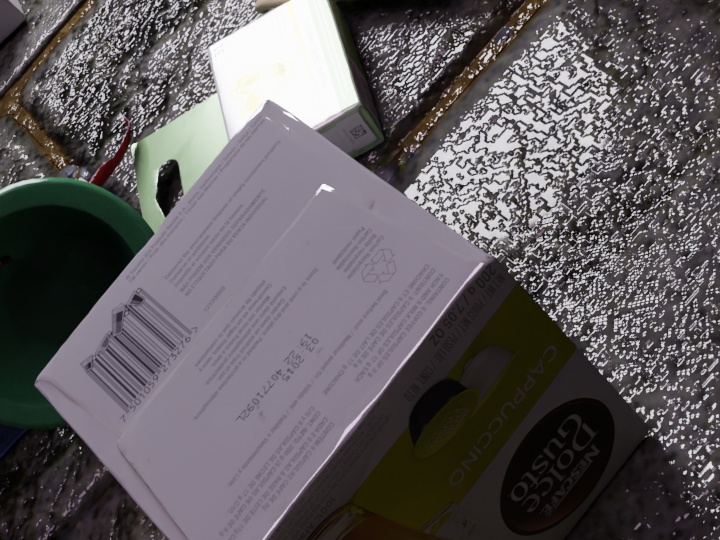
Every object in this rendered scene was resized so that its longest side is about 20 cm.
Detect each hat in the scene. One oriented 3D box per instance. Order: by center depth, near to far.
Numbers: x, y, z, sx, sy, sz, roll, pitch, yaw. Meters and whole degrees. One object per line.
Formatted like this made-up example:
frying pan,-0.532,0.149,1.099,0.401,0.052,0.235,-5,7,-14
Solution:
hat,-0.214,0.009,1.130,0.199,0.166,0.176,-32,8,-4

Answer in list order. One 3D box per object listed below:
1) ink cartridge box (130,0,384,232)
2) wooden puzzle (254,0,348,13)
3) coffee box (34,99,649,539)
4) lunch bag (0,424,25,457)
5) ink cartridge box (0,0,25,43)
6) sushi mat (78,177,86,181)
ink cartridge box,-0.089,-0.105,1.127,0.199,0.048,0.146,-27,46,12
wooden puzzle,0.020,-0.278,1.188,0.199,0.037,0.186,0,60,45
coffee box,-0.008,0.073,0.821,0.200,0.198,0.200,-50,46,-4
lunch bag,-0.329,0.047,1.159,0.136,0.132,0.200,-47,43,1
ink cartridge box,-0.437,-0.279,1.480,0.147,0.145,0.200,-42,41,7
sushi mat,-0.198,-0.002,1.175,0.096,0.012,0.200,-52,42,-5
